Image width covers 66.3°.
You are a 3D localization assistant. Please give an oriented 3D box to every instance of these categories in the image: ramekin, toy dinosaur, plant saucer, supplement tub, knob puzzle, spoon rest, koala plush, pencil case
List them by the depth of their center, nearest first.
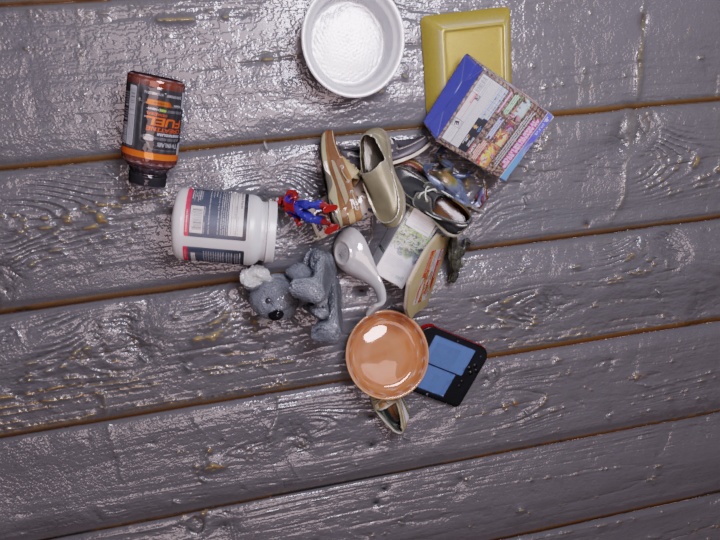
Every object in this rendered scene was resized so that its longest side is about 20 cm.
[{"bbox_3d":[-0.395,-0.264,1.046,0.104,0.107,0.204,8,106,-13],"label":"supplement tub"},{"bbox_3d":[-0.020,-0.441,1.066,0.196,0.098,0.205,-3,107,-10],"label":"ramekin"},{"bbox_3d":[-0.270,-0.086,1.106,0.195,0.141,0.144,5,107,-12],"label":"supplement tub"},{"bbox_3d":[0.230,-0.430,1.144,0.195,0.049,0.204,-10,109,-8],"label":"plant saucer"},{"bbox_3d":[-0.020,-0.134,1.169,0.196,0.078,0.091,-23,70,-4],"label":"pencil case"},{"bbox_3d":[-0.148,0.051,1.177,0.196,0.186,0.179,-11,131,11],"label":"koala plush"},{"bbox_3d":[0.000,0.000,1.179,0.060,0.203,0.099,-4,149,-42],"label":"spoon rest"},{"bbox_3d":[0.131,0.010,1.206,0.030,0.219,0.224,23,104,20],"label":"knob puzzle"},{"bbox_3d":[0.203,-0.197,1.214,0.106,0.198,0.182,-59,141,-12],"label":"toy dinosaur"},{"bbox_3d":[0.215,-0.057,1.237,0.089,0.047,0.202,-56,146,-33],"label":"toy dinosaur"},{"bbox_3d":[0.060,0.195,1.281,0.195,0.037,0.205,1,84,-8],"label":"plant saucer"}]

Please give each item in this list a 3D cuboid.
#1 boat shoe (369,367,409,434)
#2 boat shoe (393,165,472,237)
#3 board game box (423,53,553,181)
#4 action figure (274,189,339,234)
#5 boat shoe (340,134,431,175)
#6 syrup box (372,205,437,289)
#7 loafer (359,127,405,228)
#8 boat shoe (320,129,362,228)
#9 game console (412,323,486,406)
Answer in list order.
[{"bbox_3d":[0.060,0.303,1.323,0.074,0.069,0.201,-29,110,19],"label":"boat shoe"},{"bbox_3d":[0.141,-0.150,1.119,0.199,0.068,0.072,38,77,0],"label":"boat shoe"},{"bbox_3d":[0.257,-0.308,1.122,0.197,0.098,0.161,22,118,-28],"label":"board game box"},{"bbox_3d":[-0.117,-0.123,1.102,0.051,0.199,0.067,-21,118,-30],"label":"action figure"},{"bbox_3d":[0.050,-0.253,1.153,0.196,0.073,0.064,-19,110,2],"label":"boat shoe"},{"bbox_3d":[0.102,-0.072,1.214,0.078,0.082,0.202,27,101,-14],"label":"syrup box"},{"bbox_3d":[0.034,-0.182,1.088,0.075,0.068,0.205,-16,86,33],"label":"loafer"},{"bbox_3d":[-0.038,-0.184,1.112,0.072,0.076,0.205,-9,78,-4],"label":"boat shoe"},{"bbox_3d":[0.199,0.235,1.356,0.197,0.031,0.180,23,101,-16],"label":"game console"}]
